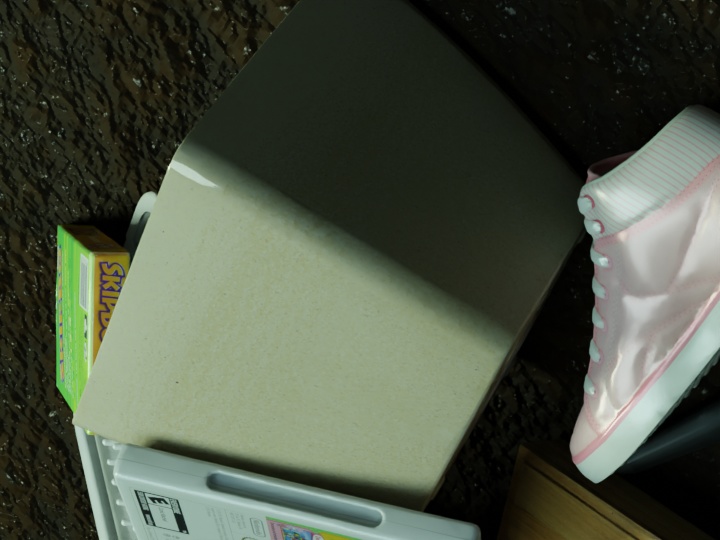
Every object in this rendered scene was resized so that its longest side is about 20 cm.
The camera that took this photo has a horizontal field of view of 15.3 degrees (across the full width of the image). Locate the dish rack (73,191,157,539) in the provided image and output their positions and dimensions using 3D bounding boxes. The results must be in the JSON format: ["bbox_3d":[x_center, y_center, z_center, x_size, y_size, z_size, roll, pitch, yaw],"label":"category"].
[{"bbox_3d":[-0.109,0.074,1.499,0.200,0.043,0.172,116,146,-43],"label":"dish rack"}]

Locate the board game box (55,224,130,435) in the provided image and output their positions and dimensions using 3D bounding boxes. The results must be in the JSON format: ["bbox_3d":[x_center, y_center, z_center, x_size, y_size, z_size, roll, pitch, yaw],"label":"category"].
[{"bbox_3d":[-0.149,0.029,1.469,0.200,0.030,0.096,-159,69,-75],"label":"board game box"}]

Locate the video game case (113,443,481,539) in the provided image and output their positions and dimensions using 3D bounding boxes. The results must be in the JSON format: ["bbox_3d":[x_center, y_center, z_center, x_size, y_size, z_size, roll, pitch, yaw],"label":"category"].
[{"bbox_3d":[-0.026,0.151,1.374,0.182,0.022,0.200,13,156,9],"label":"video game case"}]

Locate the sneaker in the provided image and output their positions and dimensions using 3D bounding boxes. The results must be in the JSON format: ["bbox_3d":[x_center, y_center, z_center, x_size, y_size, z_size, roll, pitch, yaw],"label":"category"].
[{"bbox_3d":[0.137,0.005,1.285,0.105,0.075,0.200,39,123,8],"label":"sneaker"}]

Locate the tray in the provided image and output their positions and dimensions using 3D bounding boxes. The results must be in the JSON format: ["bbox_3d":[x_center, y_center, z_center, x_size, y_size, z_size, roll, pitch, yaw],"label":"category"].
[{"bbox_3d":[0.142,0.173,1.350,0.200,0.037,0.099,32,117,46],"label":"tray"}]

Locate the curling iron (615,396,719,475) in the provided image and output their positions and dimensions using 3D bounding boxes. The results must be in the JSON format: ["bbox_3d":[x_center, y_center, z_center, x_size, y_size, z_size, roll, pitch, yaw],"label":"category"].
[{"bbox_3d":[0.190,0.060,1.314,0.050,0.026,0.200,23,147,-24],"label":"curling iron"}]

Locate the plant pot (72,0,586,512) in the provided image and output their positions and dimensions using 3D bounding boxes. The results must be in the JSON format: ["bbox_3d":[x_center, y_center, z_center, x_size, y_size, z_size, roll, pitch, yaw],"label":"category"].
[{"bbox_3d":[0.000,0.000,1.323,0.177,0.200,0.200,29,132,5],"label":"plant pot"}]
